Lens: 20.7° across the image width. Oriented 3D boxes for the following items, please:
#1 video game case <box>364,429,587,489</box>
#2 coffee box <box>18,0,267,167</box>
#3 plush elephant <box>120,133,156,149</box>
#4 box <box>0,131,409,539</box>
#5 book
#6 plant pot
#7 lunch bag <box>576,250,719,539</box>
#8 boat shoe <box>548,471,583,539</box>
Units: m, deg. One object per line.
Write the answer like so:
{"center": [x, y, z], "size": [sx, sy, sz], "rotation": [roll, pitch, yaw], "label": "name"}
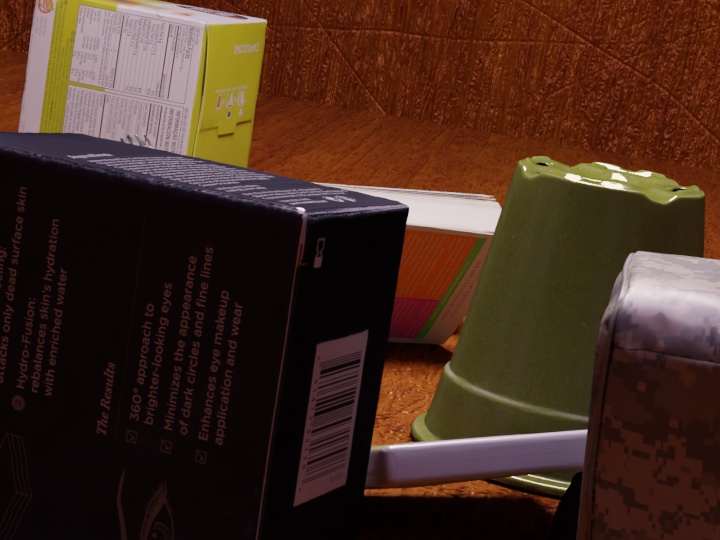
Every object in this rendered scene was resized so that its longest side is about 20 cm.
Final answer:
{"center": [0.058, 0.101, 1.061], "size": [0.200, 0.023, 0.182], "rotation": [-1, -6, -28], "label": "video game case"}
{"center": [-0.231, -0.187, 2.109], "size": [0.197, 0.200, 0.200], "rotation": [12, 11, 15], "label": "coffee box"}
{"center": [-0.131, 0.003, 1.348], "size": [0.200, 0.165, 0.155], "rotation": [39, -45, -25], "label": "plush elephant"}
{"center": [-0.100, 0.046, 0.928], "size": [0.200, 0.197, 0.117], "rotation": [13, 10, 23], "label": "box"}
{"center": [0.000, 0.000, 1.492], "size": [0.200, 0.134, 0.048], "rotation": [4, 41, -29], "label": "book"}
{"center": [0.147, 0.030, 1.267], "size": [0.200, 0.190, 0.200], "rotation": [10, 10, -2], "label": "plant pot"}
{"center": [0.189, 0.100, 0.904], "size": [0.167, 0.200, 0.139], "rotation": [8, 12, 12], "label": "lunch bag"}
{"center": [0.195, 0.139, 1.043], "size": [0.200, 0.069, 0.084], "rotation": [3, 12, -31], "label": "boat shoe"}
